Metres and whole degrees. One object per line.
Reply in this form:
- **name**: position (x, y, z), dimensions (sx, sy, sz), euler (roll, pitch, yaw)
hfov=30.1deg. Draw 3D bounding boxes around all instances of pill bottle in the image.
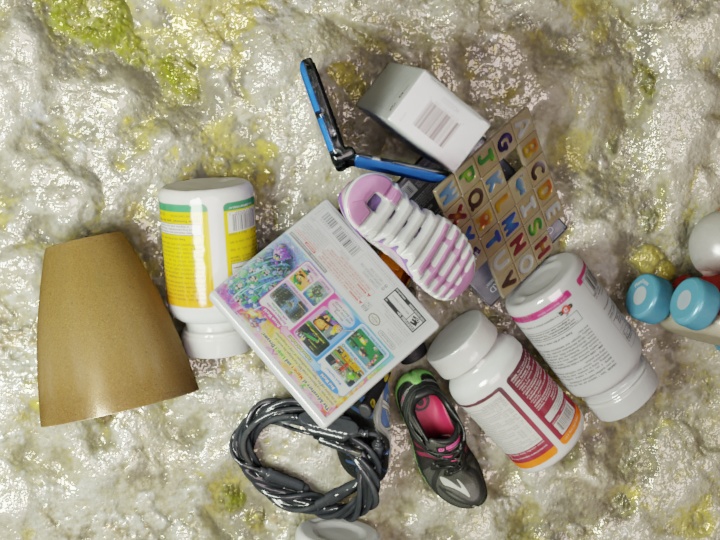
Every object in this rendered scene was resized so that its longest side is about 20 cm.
- **pill bottle**: position (-0.038, 0.425, 1.694), dimensions (0.110, 0.111, 0.202), euler (5, 100, -11)
- **pill bottle**: position (-0.176, -0.003, 1.582), dimensions (0.112, 0.113, 0.202), euler (-6, 102, -9)
- **pill bottle**: position (0.181, 0.150, 1.680), dimensions (0.110, 0.110, 0.200), euler (-43, 105, 0)
- **pill bottle**: position (0.281, 0.086, 1.684), dimensions (0.113, 0.113, 0.200), euler (-39, 105, -1)

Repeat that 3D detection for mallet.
- **mallet**: position (0.037, 0.125, 1.615), dimensions (0.041, 0.200, 0.066), euler (-19, 116, 26)

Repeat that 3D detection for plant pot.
- **plant pot**: position (-0.300, 0.063, 1.551), dimensions (0.185, 0.186, 0.202), euler (-13, 90, -8)

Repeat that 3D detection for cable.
- **cable**: position (-0.067, 0.237, 1.664), dimensions (0.198, 0.051, 0.164), euler (9, 125, 12)

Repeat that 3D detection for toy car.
- **toy car**: position (0.466, -0.005, 1.681), dimensions (0.183, 0.177, 0.201), euler (19, 85, -24)

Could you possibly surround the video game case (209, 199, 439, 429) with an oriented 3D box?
- **video game case**: position (-0.040, 0.047, 1.519), dimensions (0.182, 0.024, 0.200), euler (-40, 83, -18)

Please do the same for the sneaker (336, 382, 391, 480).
- **sneaker**: position (0.011, 0.178, 1.671), dimensions (0.075, 0.077, 0.201), euler (9, 123, 19)

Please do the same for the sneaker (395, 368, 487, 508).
- **sneaker**: position (0.102, 0.223, 1.693), dimensions (0.076, 0.084, 0.201), euler (-30, 105, -3)

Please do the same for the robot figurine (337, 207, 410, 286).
- **robot figurine**: position (0.000, 0.000, 1.590), dimensions (0.144, 0.058, 0.201), euler (27, 65, 0)

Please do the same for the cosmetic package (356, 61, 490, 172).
- **cosmetic package**: position (0.069, -0.180, 1.545), dimensions (0.101, 0.200, 0.071), euler (37, 92, -16)

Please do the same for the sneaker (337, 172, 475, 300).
- **sneaker**: position (0.048, -0.044, 1.545), dimensions (0.200, 0.088, 0.081), euler (40, 82, -24)

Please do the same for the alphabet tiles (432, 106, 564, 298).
- **alphabet tiles**: position (0.175, -0.070, 1.616), dimensions (0.167, 0.008, 0.201), euler (-42, 129, -22)

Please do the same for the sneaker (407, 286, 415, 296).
- **sneaker**: position (-0.027, 0.012, 1.638), dimensions (0.198, 0.077, 0.089), euler (1, 90, -14)

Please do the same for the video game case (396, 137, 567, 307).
- **video game case**: position (0.145, -0.073, 1.676), dimensions (0.143, 0.019, 0.200), euler (-45, 106, 1)

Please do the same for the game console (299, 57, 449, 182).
- **game console**: position (0.014, -0.165, 1.521), dimensions (0.118, 0.200, 0.172), euler (-20, 92, 0)
